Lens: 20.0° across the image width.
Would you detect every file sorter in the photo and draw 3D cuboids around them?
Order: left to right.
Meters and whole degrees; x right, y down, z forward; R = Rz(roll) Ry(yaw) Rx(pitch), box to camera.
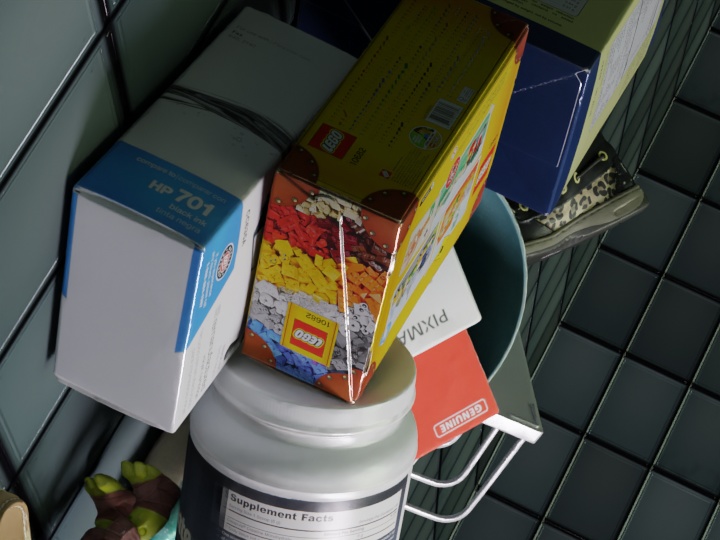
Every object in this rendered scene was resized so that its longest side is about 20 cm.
[{"bbox_3d":[0.045,0.085,1.647,0.125,0.138,0.201,-56,-157,28],"label":"file sorter"}]

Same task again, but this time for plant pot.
[{"bbox_3d":[0.000,0.000,1.433,0.201,0.199,0.135,-66,-156,3],"label":"plant pot"}]

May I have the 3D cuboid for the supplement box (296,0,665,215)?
[{"bbox_3d":[0.087,-0.182,1.344,0.200,0.199,0.135,-55,165,-38],"label":"supplement box"}]

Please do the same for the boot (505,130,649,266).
[{"bbox_3d":[0.110,-0.081,1.556,0.202,0.155,0.073,-21,175,-27],"label":"boot"}]

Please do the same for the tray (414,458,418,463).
[{"bbox_3d":[0.000,0.065,1.523,0.108,0.199,0.022,-54,133,-8],"label":"tray"}]

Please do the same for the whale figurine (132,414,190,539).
[{"bbox_3d":[-0.115,0.194,1.442,0.201,0.103,0.159,-64,169,-6],"label":"whale figurine"}]

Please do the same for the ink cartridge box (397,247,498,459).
[{"bbox_3d":[-0.011,0.070,1.348,0.199,0.175,0.044,-28,-161,-14],"label":"ink cartridge box"}]

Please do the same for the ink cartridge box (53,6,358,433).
[{"bbox_3d":[-0.087,-0.032,1.160,0.200,0.085,0.147,-52,162,-45],"label":"ink cartridge box"}]

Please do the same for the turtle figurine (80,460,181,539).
[{"bbox_3d":[-0.161,0.199,1.242,0.200,0.064,0.162,-43,-158,59],"label":"turtle figurine"}]

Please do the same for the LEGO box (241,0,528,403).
[{"bbox_3d":[0.016,-0.049,1.183,0.150,0.077,0.200,104,14,-45],"label":"LEGO box"}]

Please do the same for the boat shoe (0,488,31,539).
[{"bbox_3d":[-0.191,0.220,1.124,0.074,0.066,0.202,-12,104,-68],"label":"boat shoe"}]

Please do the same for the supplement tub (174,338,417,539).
[{"bbox_3d":[-0.041,0.138,1.253,0.140,0.139,0.202,-45,149,-59],"label":"supplement tub"}]
